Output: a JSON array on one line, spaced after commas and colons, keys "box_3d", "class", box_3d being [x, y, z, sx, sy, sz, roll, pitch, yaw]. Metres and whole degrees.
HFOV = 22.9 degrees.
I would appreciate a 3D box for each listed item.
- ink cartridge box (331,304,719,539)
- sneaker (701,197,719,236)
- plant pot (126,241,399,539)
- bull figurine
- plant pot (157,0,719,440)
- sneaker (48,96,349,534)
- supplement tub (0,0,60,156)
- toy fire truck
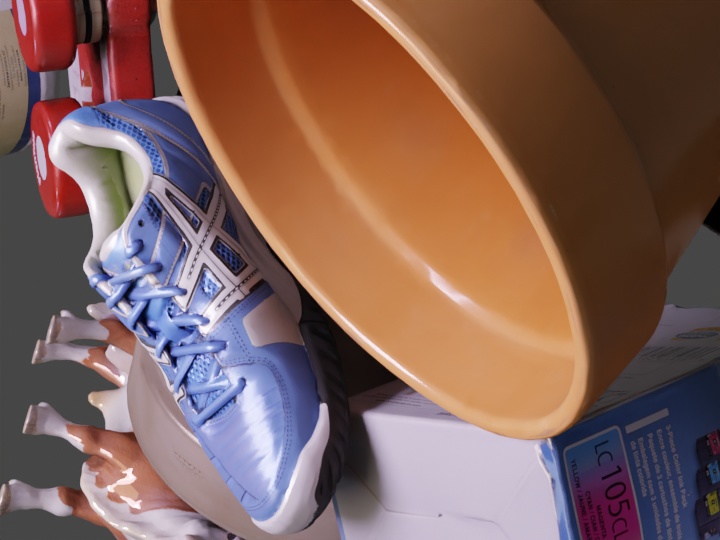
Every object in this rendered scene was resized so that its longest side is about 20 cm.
[{"box_3d": [0.103, 0.065, 0.702, 0.136, 0.199, 0.077, 0, 106, 51], "class": "ink cartridge box"}, {"box_3d": [0.179, -0.019, 0.665, 0.199, 0.081, 0.076, 22, 122, 46], "class": "sneaker"}, {"box_3d": [0.000, 0.000, 0.799, 0.200, 0.199, 0.175, 42, 137, 33], "class": "plant pot"}, {"box_3d": [-0.104, 0.086, 0.855, 0.201, 0.120, 0.066, -94, 27, -60], "class": "bull figurine"}, {"box_3d": [0.047, -0.066, 0.591, 0.200, 0.140, 0.201, 41, 157, 22], "class": "plant pot"}, {"box_3d": [-0.067, 0.016, 0.697, 0.076, 0.076, 0.201, -49, 53, 35], "class": "sneaker"}, {"box_3d": [-0.313, -0.128, 1.157, 0.144, 0.199, 0.146, 26, 125, 44], "class": "supplement tub"}, {"box_3d": [-0.149, -0.126, 1.037, 0.168, 0.111, 0.202, -144, 46, -63], "class": "toy fire truck"}]
